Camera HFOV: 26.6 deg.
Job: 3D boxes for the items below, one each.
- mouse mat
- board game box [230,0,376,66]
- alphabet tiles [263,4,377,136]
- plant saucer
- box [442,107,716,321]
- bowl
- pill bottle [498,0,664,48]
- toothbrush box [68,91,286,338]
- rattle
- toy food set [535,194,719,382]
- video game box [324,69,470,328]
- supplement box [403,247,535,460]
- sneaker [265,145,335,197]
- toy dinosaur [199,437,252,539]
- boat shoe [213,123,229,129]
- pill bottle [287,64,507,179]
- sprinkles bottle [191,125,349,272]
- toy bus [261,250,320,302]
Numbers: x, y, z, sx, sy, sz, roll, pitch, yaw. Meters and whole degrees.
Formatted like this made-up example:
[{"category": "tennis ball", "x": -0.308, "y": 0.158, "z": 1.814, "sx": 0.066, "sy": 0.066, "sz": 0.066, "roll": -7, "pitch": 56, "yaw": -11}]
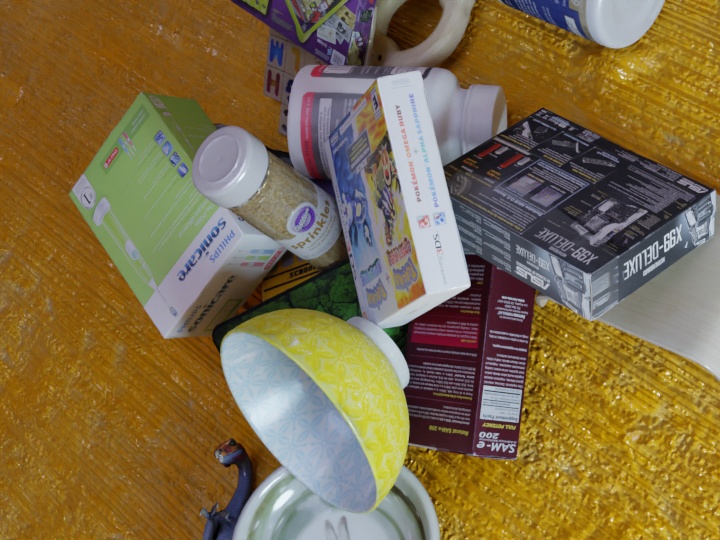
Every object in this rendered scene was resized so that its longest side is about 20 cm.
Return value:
[{"category": "mouse mat", "x": -0.032, "y": 0.088, "z": 1.452, "sx": 0.199, "sy": 0.008, "sz": 0.162, "roll": -26, "pitch": 98, "yaw": 26}, {"category": "board game box", "x": -0.057, "y": -0.294, "z": 1.546, "sx": 0.200, "sy": 0.032, "sz": 0.121, "roll": 38, "pitch": 130, "yaw": 38}, {"category": "alphabet tiles", "x": -0.045, "y": -0.225, "z": 1.573, "sx": 0.166, "sy": 0.006, "sz": 0.202, "roll": 28, "pitch": 119, "yaw": 43}, {"category": "plant saucer", "x": -0.020, "y": 0.262, "z": 1.391, "sx": 0.198, "sy": 0.050, "sz": 0.202, "roll": -8, "pitch": 58, "yaw": 12}, {"category": "box", "x": 0.173, "y": -0.053, "z": 1.281, "sx": 0.157, "sy": 0.050, "sz": 0.199, "roll": -32, "pitch": 45, "yaw": -30}, {"category": "bowl", "x": -0.020, "y": 0.104, "z": 1.349, "sx": 0.107, "sy": 0.201, "sz": 0.199, "roll": -39, "pitch": 46, "yaw": -26}, {"category": "pill bottle", "x": 0.184, "y": -0.292, "z": 1.437, "sx": 0.199, "sy": 0.111, "sz": 0.112, "roll": 31, "pitch": 91, "yaw": 39}, {"category": "toothbrush box", "x": -0.180, "y": -0.055, "z": 1.515, "sx": 0.146, "sy": 0.086, "sz": 0.201, "roll": -50, "pitch": 62, "yaw": 25}, {"category": "rattle", "x": 0.016, "y": -0.239, "z": 1.523, "sx": 0.130, "sy": 0.143, "sz": 0.200, "roll": 42, "pitch": 93, "yaw": 24}, {"category": "toy food set", "x": 0.263, "y": 0.001, "z": 1.314, "sx": 0.199, "sy": 0.060, "sz": 0.144, "roll": 24, "pitch": 76, "yaw": 37}, {"category": "video game box", "x": 0.027, "y": -0.053, "z": 1.309, "sx": 0.046, "sy": 0.200, "sz": 0.184, "roll": -13, "pitch": 82, "yaw": -16}, {"category": "supplement box", "x": 0.096, "y": 0.062, "z": 1.363, "sx": 0.108, "sy": 0.060, "sz": 0.203, "roll": 3, "pitch": 85, "yaw": 51}, {"category": "sneaker", "x": -0.060, "y": -0.083, "z": 1.568, "sx": 0.200, "sy": 0.087, "sz": 0.077, "roll": -137, "pitch": 40, "yaw": -56}, {"category": "toy dinosaur", "x": -0.140, "y": 0.263, "z": 1.477, "sx": 0.200, "sy": 0.105, "sz": 0.183, "roll": -41, "pitch": 33, "yaw": 30}, {"category": "boat shoe", "x": -0.174, "y": -0.055, "z": 1.612, "sx": 0.086, "sy": 0.074, "sz": 0.205, "roll": 12, "pitch": 103, "yaw": 53}, {"category": "pill bottle", "x": 0.037, "y": -0.140, "z": 1.463, "sx": 0.198, "sy": 0.111, "sz": 0.112, "roll": 4, "pitch": 74, "yaw": 16}, {"category": "sprinkles bottle", "x": -0.068, "y": -0.059, "z": 1.388, "sx": 0.068, "sy": 0.200, "sz": 0.069, "roll": -16, "pitch": 60, "yaw": 29}, {"category": "toy bus", "x": 0.000, "y": 0.000, "z": 1.487, "sx": 0.198, "sy": 0.065, "sz": 0.079, "roll": -21, "pitch": 59, "yaw": 28}]
